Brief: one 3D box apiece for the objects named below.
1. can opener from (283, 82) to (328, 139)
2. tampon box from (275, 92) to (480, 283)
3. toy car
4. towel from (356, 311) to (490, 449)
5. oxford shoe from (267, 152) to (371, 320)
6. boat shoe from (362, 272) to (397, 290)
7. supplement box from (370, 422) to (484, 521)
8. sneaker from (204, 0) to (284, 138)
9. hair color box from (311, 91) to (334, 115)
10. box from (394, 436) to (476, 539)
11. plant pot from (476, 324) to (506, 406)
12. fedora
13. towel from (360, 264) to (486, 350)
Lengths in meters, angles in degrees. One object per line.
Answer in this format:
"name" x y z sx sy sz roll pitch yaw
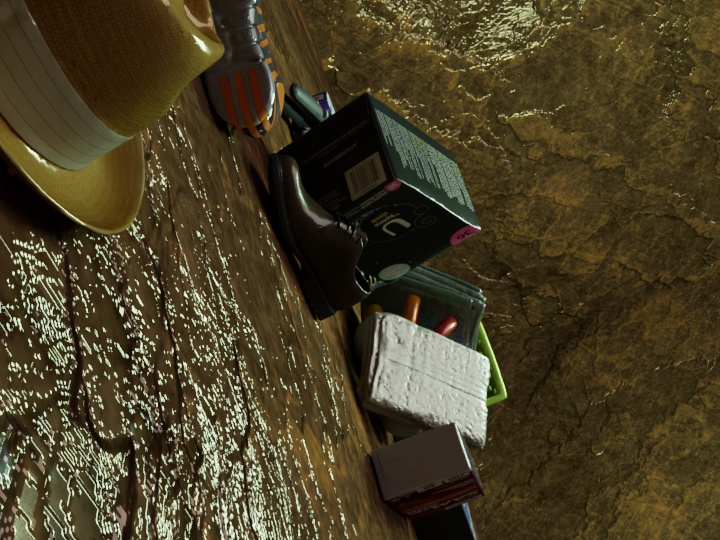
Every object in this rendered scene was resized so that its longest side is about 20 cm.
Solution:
"can opener" -0.082 -0.234 1.342 0.200 0.063 0.079 57 16 -75
"tampon box" 0.022 -0.092 1.089 0.200 0.149 0.127 24 43 -51
"toy car" 0.081 0.131 1.267 0.175 0.149 0.201 21 50 -85
"towel" 0.085 0.142 1.156 0.199 0.034 0.133 26 55 -25
"oxford shoe" -0.040 -0.044 0.940 0.073 0.084 0.201 -100 169 -53
"boat shoe" 0.000 0.000 1.196 0.200 0.090 0.071 -59 130 -84
"supplement box" 0.087 0.252 1.104 0.200 0.108 0.061 60 11 -65
"sneaker" -0.119 -0.218 0.835 0.112 0.077 0.202 66 16 -86
"hair color box" -0.053 -0.215 1.635 0.109 0.064 0.201 -98 170 -71
"box" 0.109 0.319 1.321 0.200 0.078 0.142 -94 162 -73
"plant pot" 0.181 0.220 1.908 0.182 0.199 0.200 77 -5 -74
"fedora" -0.108 -0.113 0.366 0.201 0.081 0.202 -18 90 -86
"towel" 0.087 0.065 1.350 0.048 0.199 0.172 -52 155 -38
